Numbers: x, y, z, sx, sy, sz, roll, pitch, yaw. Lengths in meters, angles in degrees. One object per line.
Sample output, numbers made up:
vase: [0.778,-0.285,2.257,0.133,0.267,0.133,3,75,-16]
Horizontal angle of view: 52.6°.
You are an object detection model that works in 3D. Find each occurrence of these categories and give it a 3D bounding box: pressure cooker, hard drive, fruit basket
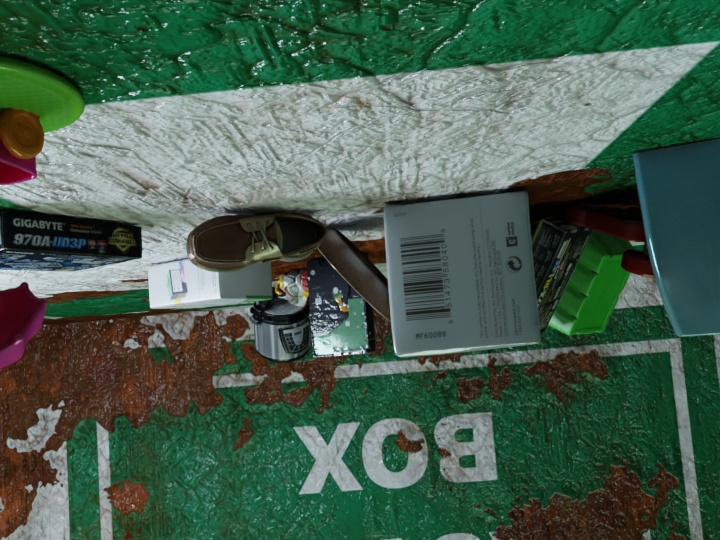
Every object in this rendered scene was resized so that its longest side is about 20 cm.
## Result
pressure cooker: [-0.227,0.141,2.098,0.174,0.204,0.177,4,-153,6]
hard drive: [-0.040,0.072,1.499,0.137,0.205,0.038,-8,173,29]
fruit basket: [0.377,-0.010,1.305,0.153,0.221,0.214,-1,174,-30]

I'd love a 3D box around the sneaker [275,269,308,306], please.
sneaker: [-0.166,0.037,1.755,0.080,0.080,0.200,0,164,-8]

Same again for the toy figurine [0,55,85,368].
toy figurine: [-0.258,-0.022,0.434,0.147,0.189,0.199,-7,173,22]

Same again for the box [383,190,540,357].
box: [0.141,0.010,1.016,0.195,0.204,0.171,-5,175,8]

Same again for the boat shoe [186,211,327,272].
boat shoe: [-0.130,-0.045,0.945,0.197,0.077,0.071,-12,177,-38]

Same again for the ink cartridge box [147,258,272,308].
ink cartridge box: [-0.288,0.023,1.390,0.197,0.086,0.144,-8,174,34]

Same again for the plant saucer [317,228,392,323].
plant saucer: [0.000,0.000,1.115,0.037,0.201,0.200,-44,170,4]

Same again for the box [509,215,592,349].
box: [0.290,0.014,1.155,0.049,0.203,0.158,31,-158,28]

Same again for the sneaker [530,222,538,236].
sneaker: [0.268,-0.048,1.282,0.071,0.073,0.200,20,172,-7]

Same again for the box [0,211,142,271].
box: [-0.406,-0.032,0.932,0.156,0.047,0.198,-8,173,34]

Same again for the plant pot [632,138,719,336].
plant pot: [0.393,-0.030,0.818,0.138,0.205,0.141,-7,174,22]

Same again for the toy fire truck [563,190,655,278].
toy fire truck: [0.420,-0.068,1.066,0.196,0.115,0.168,-1,-162,-26]
